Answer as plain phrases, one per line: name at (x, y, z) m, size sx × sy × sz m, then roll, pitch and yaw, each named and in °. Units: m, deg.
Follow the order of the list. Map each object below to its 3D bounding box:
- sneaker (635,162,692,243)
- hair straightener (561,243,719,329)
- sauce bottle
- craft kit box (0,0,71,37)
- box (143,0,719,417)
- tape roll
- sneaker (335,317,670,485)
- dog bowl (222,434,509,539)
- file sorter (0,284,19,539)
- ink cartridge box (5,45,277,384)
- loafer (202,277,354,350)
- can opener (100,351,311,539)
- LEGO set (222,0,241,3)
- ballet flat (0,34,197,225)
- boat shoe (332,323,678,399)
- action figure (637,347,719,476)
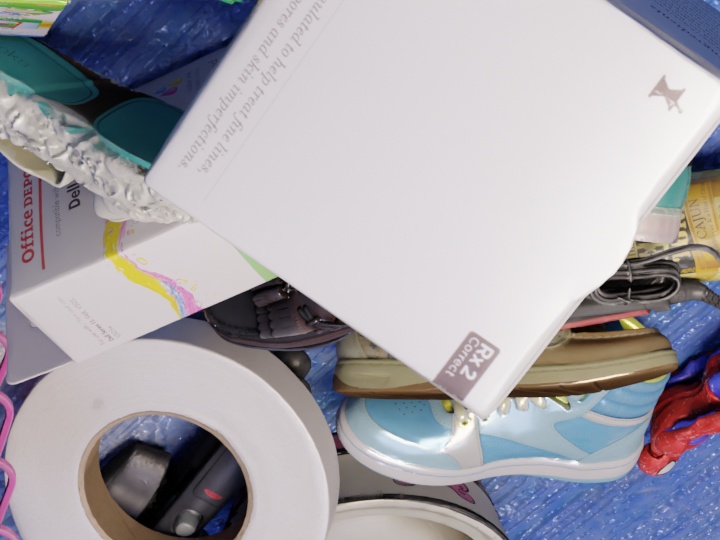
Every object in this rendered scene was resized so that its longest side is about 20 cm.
sneaker at (0.081, -0.069, 1.445) m, size 0.200 × 0.071 × 0.080 m, roll 10°, pitch 96°, yaw 2°
hair straightener at (0.121, 0.017, 1.425) m, size 0.200 × 0.041 × 0.077 m, roll -4°, pitch 160°, yaw -18°
sauce bottle at (0.150, -0.018, 1.499) m, size 0.200 × 0.065 × 0.065 m, roll -9°, pitch 137°, yaw 10°
craft kit box at (-0.241, -0.142, 1.247) m, size 0.200 × 0.198 × 0.049 m, roll 2°, pitch 93°, yaw -11°
box at (0.041, -0.078, 1.229) m, size 0.200 × 0.131 × 0.199 m, roll 35°, pitch 109°, yaw -5°
tape roll at (-0.113, 0.123, 1.577) m, size 0.203 × 0.037 × 0.203 m, roll 4°, pitch 114°, yaw 10°
sneaker at (0.091, 0.063, 1.574) m, size 0.200 × 0.080 × 0.131 m, roll 0°, pitch 140°, yaw -21°
dog bowl at (0.001, 0.181, 1.690) m, size 0.200 × 0.074 × 0.200 m, roll -4°, pitch 136°, yaw -4°
file sorter at (-0.265, 0.103, 1.483) m, size 0.125 × 0.200 × 0.139 m, roll 9°, pitch 135°, yaw -21°
ink cartridge box at (-0.123, -0.030, 1.415) m, size 0.200 × 0.117 × 0.067 m, roll -24°, pitch 136°, yaw 17°
loafer at (0.000, 0.000, 1.477) m, size 0.200 × 0.072 × 0.063 m, roll -9°, pitch 169°, yaw 16°
can opener at (-0.093, 0.122, 1.621) m, size 0.079 × 0.063 × 0.200 m, roll 27°, pitch 128°, yaw -30°
LEGO set at (-0.077, -0.225, 1.176) m, size 0.154 × 0.200 × 0.116 m, roll 23°, pitch 131°, yaw -2°
ballet flat at (-0.135, -0.065, 1.351) m, size 0.200 × 0.072 × 0.072 m, roll 31°, pitch 143°, yaw 24°
boat shoe at (0.080, 0.040, 1.506) m, size 0.200 × 0.063 × 0.073 m, roll -2°, pitch 172°, yaw 13°
action figure at (0.226, 0.059, 1.593) m, size 0.052 × 0.065 × 0.200 m, roll 24°, pitch 128°, yaw -20°
